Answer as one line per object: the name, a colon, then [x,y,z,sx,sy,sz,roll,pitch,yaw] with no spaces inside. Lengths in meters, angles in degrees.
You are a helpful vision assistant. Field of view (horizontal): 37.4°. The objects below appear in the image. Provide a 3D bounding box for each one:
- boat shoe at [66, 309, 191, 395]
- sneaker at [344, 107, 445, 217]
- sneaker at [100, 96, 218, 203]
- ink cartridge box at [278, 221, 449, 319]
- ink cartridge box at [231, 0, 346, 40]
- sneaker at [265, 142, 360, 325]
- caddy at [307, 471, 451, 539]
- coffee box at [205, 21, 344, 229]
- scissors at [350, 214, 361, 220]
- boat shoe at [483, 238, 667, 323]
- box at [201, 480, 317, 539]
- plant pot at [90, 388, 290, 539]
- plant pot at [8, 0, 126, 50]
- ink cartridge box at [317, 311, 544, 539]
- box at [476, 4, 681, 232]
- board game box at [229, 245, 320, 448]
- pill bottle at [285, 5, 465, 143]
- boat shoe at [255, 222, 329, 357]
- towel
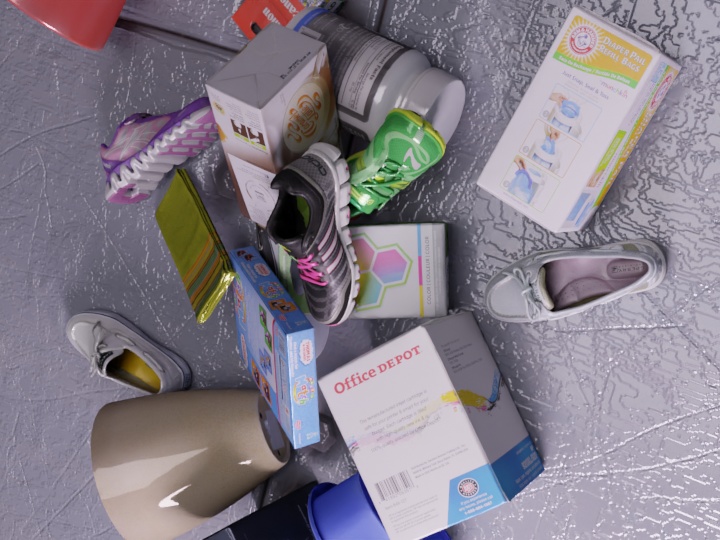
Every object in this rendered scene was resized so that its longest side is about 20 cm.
boat shoe: [-0.324,0.114,1.394,0.201,0.086,0.075,29,107,21]
sneaker: [0.024,-0.101,1.115,0.074,0.084,0.200,35,151,-9]
sneaker: [-0.261,-0.169,1.345,0.199,0.080,0.089,-33,73,26]
ink cartridge box: [0.000,0.000,1.199,0.198,0.059,0.105,-1,94,7]
ink cartridge box: [-0.074,-0.338,1.245,0.200,0.050,0.109,-46,75,22]
sneaker: [-0.055,-0.028,1.106,0.073,0.087,0.201,21,125,41]
caddy: [0.022,0.316,1.208,0.105,0.141,0.201,-41,76,19]
coffee box: [-0.085,-0.145,1.142,0.079,0.114,0.201,27,148,26]
scissors: [-0.074,-0.108,1.281,0.200,0.073,0.014,42,133,42]
boat shoe: [0.219,0.012,1.122,0.201,0.065,0.075,-11,90,27]
box: [-0.105,0.356,1.242,0.107,0.200,0.149,-31,80,25]
plant pot: [-0.194,0.222,1.304,0.199,0.187,0.189,-20,86,12]
plant pot: [-0.356,-0.404,1.317,0.200,0.200,0.178,43,101,17]
ink cartridge box: [0.080,0.167,1.161,0.147,0.144,0.201,-28,82,26]
box: [0.223,-0.150,1.078,0.101,0.112,0.201,35,109,21]
board game box: [-0.100,0.083,1.218,0.200,0.036,0.152,-132,35,-52]
pill bottle: [0.009,-0.206,1.181,0.199,0.114,0.114,29,107,21]
boat shoe: [-0.091,0.010,1.282,0.066,0.070,0.202,-3,102,51]
towel: [-0.210,-0.034,1.310,0.086,0.018,0.201,-54,46,27]
